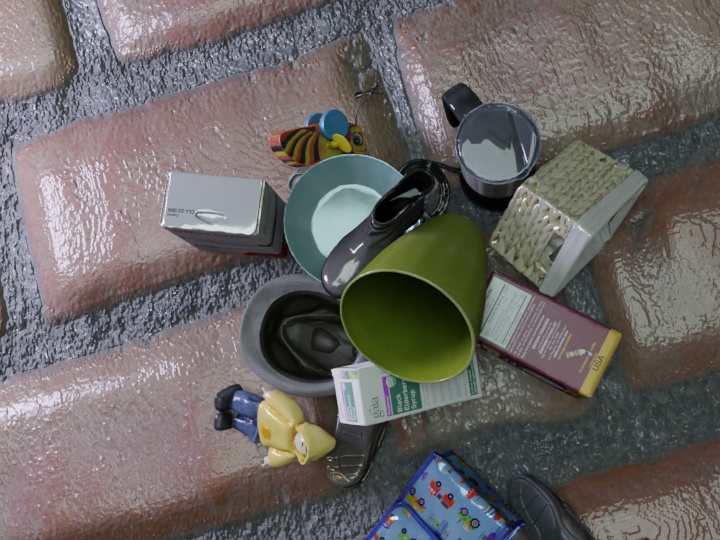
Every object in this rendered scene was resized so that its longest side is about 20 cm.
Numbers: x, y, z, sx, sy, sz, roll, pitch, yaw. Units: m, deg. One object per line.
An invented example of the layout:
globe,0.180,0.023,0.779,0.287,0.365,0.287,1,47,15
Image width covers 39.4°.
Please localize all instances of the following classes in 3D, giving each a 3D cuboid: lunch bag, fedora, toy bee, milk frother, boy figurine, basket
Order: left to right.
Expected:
boy figurine,-0.123,0.235,1.460,0.199,0.064,0.125,20,112,35
fedora,-0.071,0.100,1.496,0.199,0.090,0.178,10,83,11
toy bee,-0.033,-0.194,1.527,0.199,0.131,0.109,-25,104,-7
lunch bag,0.108,0.382,1.436,0.151,0.094,0.200,43,100,23
milk frother,0.149,-0.144,1.453,0.180,0.188,0.200,37,88,11
basket,0.289,-0.080,1.411,0.123,0.136,0.200,38,45,15

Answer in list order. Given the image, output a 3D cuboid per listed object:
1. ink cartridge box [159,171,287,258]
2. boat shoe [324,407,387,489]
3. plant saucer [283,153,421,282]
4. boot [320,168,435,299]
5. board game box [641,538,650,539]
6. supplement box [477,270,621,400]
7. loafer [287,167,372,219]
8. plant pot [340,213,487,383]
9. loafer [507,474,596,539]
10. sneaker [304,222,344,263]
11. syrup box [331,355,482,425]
ink cartridge box,-0.193,-0.079,1.482,0.144,0.200,0.084,6,83,8
boat shoe,0.001,0.228,1.480,0.074,0.073,0.201,17,64,17
plant saucer,-0.012,-0.068,1.464,0.200,0.039,0.202,1,79,-3
boot,0.017,-0.054,1.375,0.070,0.132,0.200,38,80,5
board game box,0.332,0.461,1.429,0.199,0.019,0.103,-19,81,4
supplement box,0.254,0.095,1.435,0.199,0.131,0.104,27,86,11
loafer,-0.026,-0.095,1.522,0.199,0.070,0.070,27,120,11
plant pot,0.097,0.017,1.360,0.186,0.188,0.200,24,44,10
loafer,0.287,0.373,1.428,0.200,0.063,0.072,52,123,27
sneaker,0.000,0.000,1.509,0.200,0.079,0.079,36,79,7
syrup box,0.066,0.159,1.423,0.199,0.081,0.079,-9,90,-29
